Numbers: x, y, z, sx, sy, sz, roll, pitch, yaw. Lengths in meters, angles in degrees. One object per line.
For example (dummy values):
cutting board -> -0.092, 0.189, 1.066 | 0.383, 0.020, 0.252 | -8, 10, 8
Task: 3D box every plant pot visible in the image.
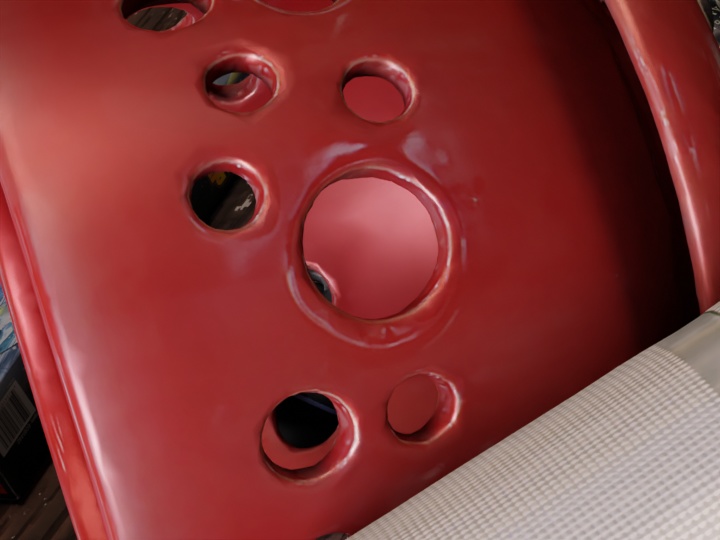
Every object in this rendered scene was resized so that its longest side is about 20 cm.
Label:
plant pot -> 0.000, 0.000, 0.708 | 0.182, 0.201, 0.200 | -16, 32, -12

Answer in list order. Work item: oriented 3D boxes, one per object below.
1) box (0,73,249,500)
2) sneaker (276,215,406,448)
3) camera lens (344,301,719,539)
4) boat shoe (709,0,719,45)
box -> -0.133, -0.004, 0.983 | 0.137, 0.040, 0.200 | 1, 44, 35
sneaker -> -0.011, 0.015, 0.835 | 0.200, 0.078, 0.070 | -39, 34, -14
camera lens -> 0.085, 0.096, 0.585 | 0.200, 0.160, 0.160 | -32, 34, -4
boat shoe -> 0.110, -0.054, 0.846 | 0.200, 0.067, 0.074 | 9, 50, 43
